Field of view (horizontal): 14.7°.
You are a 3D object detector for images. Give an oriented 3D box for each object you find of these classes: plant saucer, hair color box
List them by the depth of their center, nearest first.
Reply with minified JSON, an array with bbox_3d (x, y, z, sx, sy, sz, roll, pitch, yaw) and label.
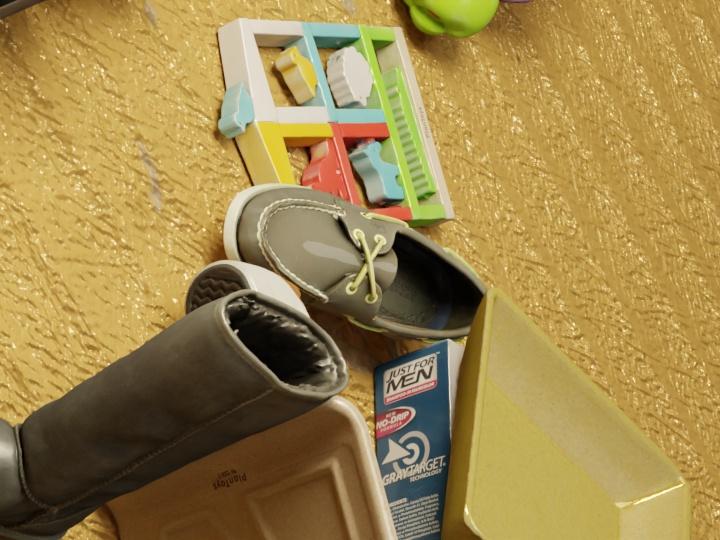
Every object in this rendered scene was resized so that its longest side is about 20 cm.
[{"bbox_3d":[0.113,0.141,1.608,0.200,0.048,0.200,44,32,-25],"label":"plant saucer"},{"bbox_3d":[0.063,0.153,1.651,0.100,0.060,0.201,28,50,-44],"label":"hair color box"}]

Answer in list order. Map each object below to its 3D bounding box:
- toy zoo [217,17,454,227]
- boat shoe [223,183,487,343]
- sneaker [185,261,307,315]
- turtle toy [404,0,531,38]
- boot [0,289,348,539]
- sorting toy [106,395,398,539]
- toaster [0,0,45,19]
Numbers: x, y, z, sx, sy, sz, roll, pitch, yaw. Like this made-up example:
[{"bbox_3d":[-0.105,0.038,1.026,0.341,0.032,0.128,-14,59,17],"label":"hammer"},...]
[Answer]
[{"bbox_3d":[-0.022,-0.088,1.700,0.200,0.020,0.132,-5,77,-54],"label":"toy zoo"},{"bbox_3d":[0.001,-0.003,1.629,0.201,0.060,0.072,23,77,-48],"label":"boat shoe"},{"bbox_3d":[-0.035,0.094,1.524,0.085,0.073,0.201,9,69,-59],"label":"sneaker"},{"bbox_3d":[0.088,-0.232,1.855,0.146,0.101,0.200,37,43,-4],"label":"turtle toy"},{"bbox_3d":[-0.131,0.069,1.307,0.181,0.199,0.073,10,64,-52],"label":"boot"},{"bbox_3d":[-0.038,0.177,1.389,0.036,0.185,0.201,-11,81,-49],"label":"sorting toy"},{"bbox_3d":[-0.201,-0.214,1.408,0.200,0.118,0.181,-31,95,-43],"label":"toaster"}]
